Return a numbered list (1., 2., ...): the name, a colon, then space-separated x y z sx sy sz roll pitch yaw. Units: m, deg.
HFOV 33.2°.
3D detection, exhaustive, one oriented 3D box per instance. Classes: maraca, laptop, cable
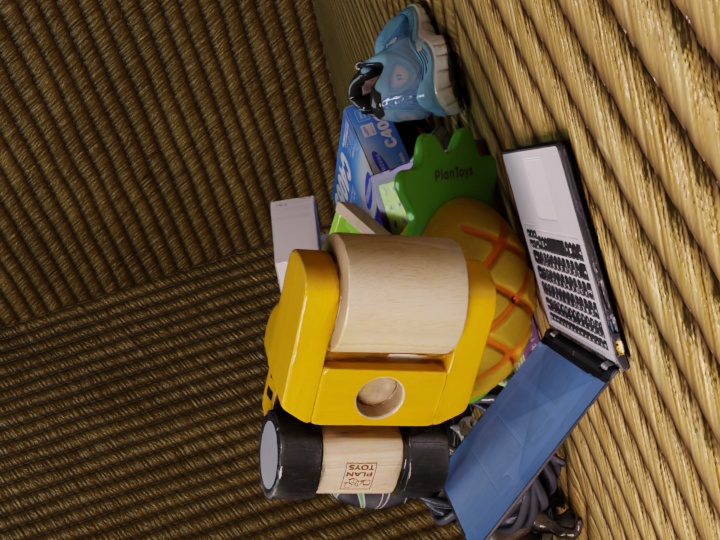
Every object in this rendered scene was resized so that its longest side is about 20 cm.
1. maraca: 0.071 -0.002 0.890 0.136 0.106 0.204 -15 -79 -49
2. laptop: 0.083 0.036 0.743 0.187 0.114 0.203 -126 20 -85
3. cable: 0.084 0.151 0.999 0.198 0.051 0.166 7 118 43

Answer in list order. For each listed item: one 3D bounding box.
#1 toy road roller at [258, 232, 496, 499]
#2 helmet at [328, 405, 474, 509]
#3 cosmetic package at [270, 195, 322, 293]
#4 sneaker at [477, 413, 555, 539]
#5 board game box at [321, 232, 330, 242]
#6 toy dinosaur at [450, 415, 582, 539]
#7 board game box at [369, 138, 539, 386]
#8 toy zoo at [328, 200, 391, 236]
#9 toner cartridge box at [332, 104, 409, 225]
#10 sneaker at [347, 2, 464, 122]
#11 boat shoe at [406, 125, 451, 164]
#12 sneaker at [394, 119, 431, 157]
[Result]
1. toy road roller: -0.006 0.047 0.788 0.147 0.121 0.202 -114 32 -52
2. helmet: 0.021 0.142 1.229 0.191 0.197 0.203 11 -119 -79
3. cosmetic package: -0.058 0.020 1.273 0.201 0.050 0.083 83 177 -51
4. sneaker: 0.149 0.219 1.196 0.079 0.075 0.202 42 -150 -28
5. board game box: 0.015 0.006 1.558 0.149 0.197 0.065 -108 1 -48
6. toy dinosaur: 0.137 0.219 1.067 0.201 0.101 0.078 -106 0 -48
7. board game box: 0.080 0.004 0.997 0.119 0.032 0.203 -12 95 54
8. toy zoo: -0.013 0.057 1.046 0.131 0.020 0.203 44 122 55
9. toner cartridge box: 0.011 -0.087 1.250 0.201 0.043 0.096 102 146 -67
10. sneaker: 0.027 -0.177 1.042 0.200 0.089 0.080 -107 0 -70
11. boat shoe: 0.070 -0.059 1.131 0.064 0.075 0.203 31 151 15
12. sneaker: 0.060 -0.116 1.263 0.090 0.069 0.203 133 121 -73
